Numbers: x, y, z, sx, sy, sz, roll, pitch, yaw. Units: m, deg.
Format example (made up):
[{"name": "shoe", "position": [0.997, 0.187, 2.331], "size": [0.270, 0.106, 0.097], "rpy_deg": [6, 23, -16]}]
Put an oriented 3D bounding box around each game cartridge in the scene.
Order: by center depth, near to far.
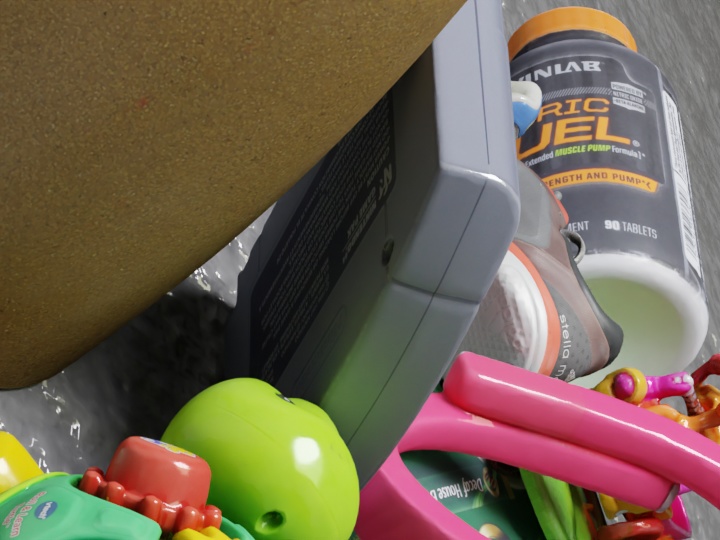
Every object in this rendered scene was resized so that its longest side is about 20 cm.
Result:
[{"name": "game cartridge", "position": [0.000, 0.000, 0.778], "size": [0.041, 0.200, 0.133], "rpy_deg": [17, 45, -14]}]

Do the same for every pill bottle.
[{"name": "pill bottle", "position": [0.109, -0.041, 1.120], "size": [0.106, 0.106, 0.200], "rpy_deg": [44, 31, -36]}]

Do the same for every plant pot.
[{"name": "plant pot", "position": [-0.065, -0.086, 0.716], "size": [0.186, 0.200, 0.187], "rpy_deg": [45, 31, -37]}]

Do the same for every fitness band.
[{"name": "fitness band", "position": [0.086, 0.096, 0.829], "size": [0.200, 0.037, 0.144], "rpy_deg": [18, 28, -18]}]

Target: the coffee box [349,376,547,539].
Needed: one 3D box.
[{"name": "coffee box", "position": [0.043, 0.137, 0.895], "size": [0.123, 0.044, 0.200], "rpy_deg": [21, 49, -55]}]

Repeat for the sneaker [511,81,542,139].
[{"name": "sneaker", "position": [0.011, -0.132, 1.049], "size": [0.200, 0.077, 0.076], "rpy_deg": [56, 28, -14]}]

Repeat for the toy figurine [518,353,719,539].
[{"name": "toy figurine", "position": [0.169, 0.069, 0.981], "size": [0.200, 0.184, 0.150], "rpy_deg": [49, 22, -65]}]

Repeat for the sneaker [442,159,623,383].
[{"name": "sneaker", "position": [0.042, -0.023, 0.958], "size": [0.082, 0.077, 0.200], "rpy_deg": [-1, 49, -38]}]

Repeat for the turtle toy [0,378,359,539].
[{"name": "turtle toy", "position": [-0.060, 0.104, 0.661], "size": [0.146, 0.101, 0.200], "rpy_deg": [56, 26, -18]}]
